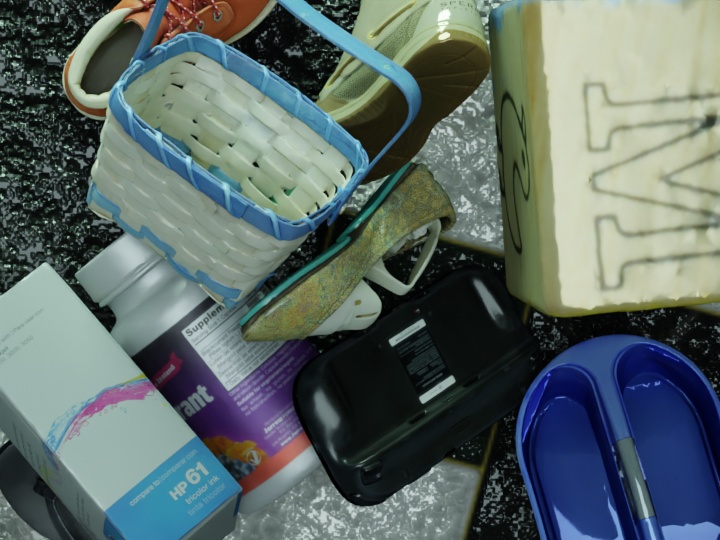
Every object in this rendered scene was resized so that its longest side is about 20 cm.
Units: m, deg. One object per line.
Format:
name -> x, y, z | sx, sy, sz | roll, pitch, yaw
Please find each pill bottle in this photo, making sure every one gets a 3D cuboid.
pill bottle -> -0.099, 0.055, 1.508 | 0.111, 0.111, 0.200 | -38, 94, 2

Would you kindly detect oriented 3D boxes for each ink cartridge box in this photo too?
ink cartridge box -> -0.173, 0.108, 1.468 | 0.085, 0.145, 0.200 | -41, 81, -15

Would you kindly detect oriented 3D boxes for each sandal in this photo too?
sandal -> -0.168, 0.181, 1.551 | 0.200, 0.043, 0.076 | 40, 93, -4

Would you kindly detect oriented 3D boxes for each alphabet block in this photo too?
alphabet block -> 0.194, -0.083, 1.461 | 0.195, 0.195, 0.202 | -5, 94, -2

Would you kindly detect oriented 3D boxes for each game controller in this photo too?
game controller -> 0.042, 0.074, 1.503 | 0.200, 0.042, 0.105 | -31, 86, -37

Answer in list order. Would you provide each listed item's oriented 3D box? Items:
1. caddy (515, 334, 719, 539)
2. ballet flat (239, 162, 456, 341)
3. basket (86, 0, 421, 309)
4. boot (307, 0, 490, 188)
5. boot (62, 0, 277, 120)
caddy -> 0.183, 0.145, 1.503 | 0.140, 0.105, 0.201 | -16, 78, 1
ballet flat -> 0.000, 0.000, 1.485 | 0.071, 0.071, 0.200 | 49, 50, -4
basket -> -0.076, -0.094, 1.410 | 0.176, 0.139, 0.200 | 38, 131, 2
boot -> 0.014, -0.158, 1.507 | 0.072, 0.200, 0.156 | 17, 54, -27
boot -> -0.117, -0.174, 1.494 | 0.200, 0.107, 0.075 | -43, 93, 1
